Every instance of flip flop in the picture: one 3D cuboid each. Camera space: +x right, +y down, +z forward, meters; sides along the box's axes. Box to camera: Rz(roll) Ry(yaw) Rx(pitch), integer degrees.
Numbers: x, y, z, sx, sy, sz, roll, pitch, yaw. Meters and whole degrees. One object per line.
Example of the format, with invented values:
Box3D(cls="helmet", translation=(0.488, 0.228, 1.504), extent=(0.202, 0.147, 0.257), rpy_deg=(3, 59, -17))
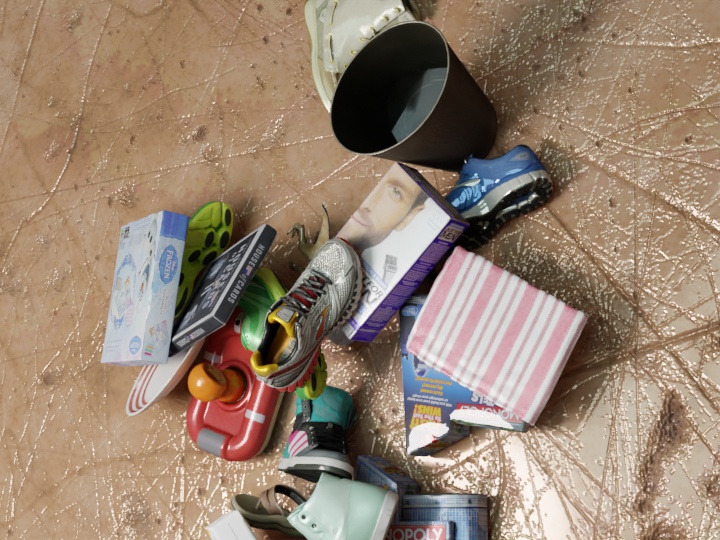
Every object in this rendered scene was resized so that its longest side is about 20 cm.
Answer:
Box3D(cls="flip flop", translation=(-0.095, 0.307, 1.720), extent=(0.199, 0.080, 0.058), rpy_deg=(0, 82, 56))

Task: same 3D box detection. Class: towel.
Box3D(cls="towel", translation=(0.161, 0.075, 1.599), extent=(0.199, 0.030, 0.147), rpy_deg=(30, 96, 29))

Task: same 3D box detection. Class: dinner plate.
Box3D(cls="dinner plate", translation=(-0.257, 0.119, 1.850), extent=(0.200, 0.024, 0.201), rpy_deg=(-48, 19, 22))

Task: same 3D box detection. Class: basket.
Box3D(cls="basket", translation=(0.082, -0.201, 1.668), extent=(0.180, 0.199, 0.136), rpy_deg=(-47, 62, 15))

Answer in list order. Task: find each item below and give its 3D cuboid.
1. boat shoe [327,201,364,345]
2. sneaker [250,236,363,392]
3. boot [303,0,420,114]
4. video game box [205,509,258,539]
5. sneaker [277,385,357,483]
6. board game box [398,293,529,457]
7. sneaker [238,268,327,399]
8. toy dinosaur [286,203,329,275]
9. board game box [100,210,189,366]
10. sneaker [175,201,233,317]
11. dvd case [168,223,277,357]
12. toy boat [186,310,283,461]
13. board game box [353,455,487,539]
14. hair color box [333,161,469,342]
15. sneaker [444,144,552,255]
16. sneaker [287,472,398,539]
Box3D(cls="boat shoe", translation=(0.000, 0.000, 1.763), extent=(0.071, 0.072, 0.202), rpy_deg=(23, 87, 46))
Box3D(cls="sneaker", translation=(-0.064, 0.052, 1.615), extent=(0.077, 0.082, 0.201), rpy_deg=(26, 89, 30))
Box3D(cls="boot", translation=(0.010, -0.304, 1.809), extent=(0.153, 0.072, 0.202), rpy_deg=(-19, 71, 24))
Box3D(cls="video game box", translation=(-0.126, 0.385, 1.655), extent=(0.047, 0.200, 0.183), rpy_deg=(-29, 85, -13))
Box3D(cls="sneaker", translation=(-0.042, 0.207, 1.698), extent=(0.200, 0.083, 0.122), rpy_deg=(-18, 53, 70))
Box3D(cls="board game box", translation=(0.129, 0.137, 1.655), extent=(0.198, 0.062, 0.202), rpy_deg=(6, 84, 31))
Box3D(cls="sneaker", translation=(-0.105, 0.091, 1.726), extent=(0.083, 0.074, 0.201), rpy_deg=(-34, 57, 7))
Box3D(cls="toy dinosaur", translation=(-0.055, -0.021, 1.775), extent=(0.101, 0.058, 0.202), rpy_deg=(-124, 38, -50))
Box3D(cls="board game box", translation=(-0.299, 0.030, 1.845), extent=(0.200, 0.043, 0.201), rpy_deg=(-10, 70, 64))
Box3D(cls="sneaker", translation=(-0.252, -0.025, 1.894), extent=(0.201, 0.074, 0.084), rpy_deg=(-54, 43, 23))
Box3D(cls="dvd case", translation=(-0.188, 0.029, 1.755), extent=(0.200, 0.025, 0.151), rpy_deg=(-31, 28, 58))
Box3D(cls="toy boat", translation=(-0.181, 0.152, 1.796), extent=(0.130, 0.130, 0.202), rpy_deg=(16, 89, 31))
Box3D(cls="board game box", translation=(0.056, 0.329, 1.652), extent=(0.198, 0.062, 0.202), rpy_deg=(-8, 77, 30))
Box3D(cls="hair color box", translation=(0.028, -0.021, 1.658), extent=(0.109, 0.065, 0.200), rpy_deg=(46, 105, 25))
Box3D(cls="sneaker", translation=(0.146, -0.091, 1.693), extent=(0.199, 0.078, 0.090), rpy_deg=(-29, 53, 20))
Box3D(cls="sneaker", translation=(-0.041, 0.341, 1.596), extent=(0.117, 0.074, 0.202), rpy_deg=(20, 89, 6))
